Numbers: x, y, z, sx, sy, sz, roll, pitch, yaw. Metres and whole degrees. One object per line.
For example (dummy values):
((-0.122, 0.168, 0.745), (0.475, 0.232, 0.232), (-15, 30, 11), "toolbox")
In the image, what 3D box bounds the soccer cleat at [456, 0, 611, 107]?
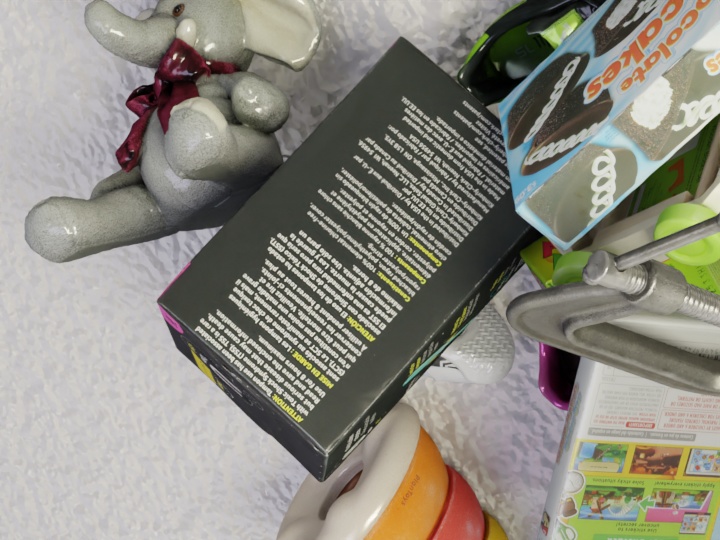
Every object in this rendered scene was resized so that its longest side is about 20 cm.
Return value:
((0.135, -0.140, 0.854), (0.200, 0.081, 0.068), (-30, 100, 40), "soccer cleat")

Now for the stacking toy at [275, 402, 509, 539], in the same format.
((0.053, 0.199, 1.113), (0.200, 0.146, 0.146), (38, 134, -13), "stacking toy")

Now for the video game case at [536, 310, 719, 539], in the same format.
((0.202, 0.110, 0.894), (0.200, 0.023, 0.182), (5, 111, -16), "video game case")

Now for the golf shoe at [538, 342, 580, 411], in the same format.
((0.145, -0.005, 0.930), (0.075, 0.092, 0.200), (20, 126, 25), "golf shoe")

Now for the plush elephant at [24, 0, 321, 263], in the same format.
((-0.105, -0.111, 0.997), (0.165, 0.200, 0.155), (-30, 76, 41), "plush elephant")

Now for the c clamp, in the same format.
((0.160, 0.029, 0.750), (0.200, 0.027, 0.171), (21, 156, -37), "c clamp")

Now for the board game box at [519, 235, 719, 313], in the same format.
((0.182, 0.044, 0.900), (0.102, 0.048, 0.200), (-33, 116, 2), "board game box")

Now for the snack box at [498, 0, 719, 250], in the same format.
((0.149, -0.111, 0.769), (0.037, 0.116, 0.200), (38, 114, -20), "snack box")

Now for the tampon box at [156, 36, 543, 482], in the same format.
((0.000, 0.000, 0.923), (0.126, 0.200, 0.150), (41, 169, 7), "tampon box")

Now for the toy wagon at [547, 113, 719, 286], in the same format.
((0.166, -0.064, 0.769), (0.040, 0.155, 0.200), (37, 145, -20), "toy wagon")

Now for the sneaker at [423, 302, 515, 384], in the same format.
((0.012, 0.058, 1.072), (0.200, 0.075, 0.115), (19, 128, 29), "sneaker")

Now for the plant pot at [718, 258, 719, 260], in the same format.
((0.274, -0.047, 0.766), (0.142, 0.200, 0.200), (37, 136, -19), "plant pot")
